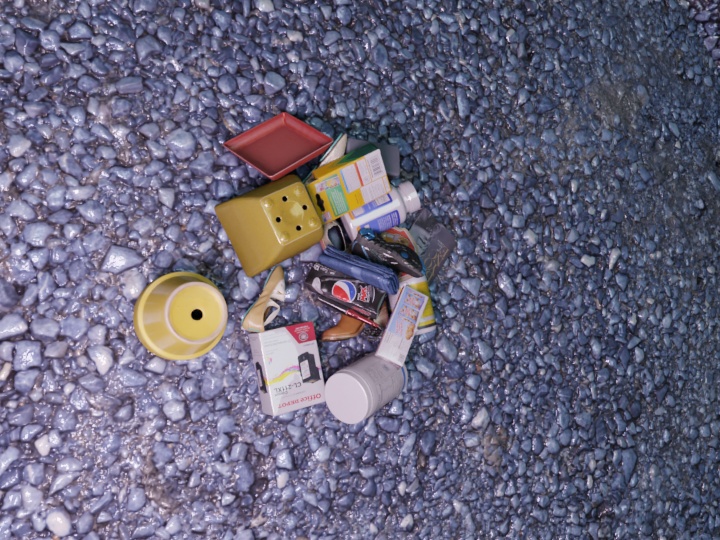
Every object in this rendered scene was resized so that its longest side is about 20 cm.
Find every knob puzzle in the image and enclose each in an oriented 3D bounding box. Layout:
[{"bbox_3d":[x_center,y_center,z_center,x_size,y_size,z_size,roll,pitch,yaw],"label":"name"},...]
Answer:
[{"bbox_3d":[0.066,-0.044,1.579,0.219,0.030,0.220,-2,59,3],"label":"knob puzzle"}]

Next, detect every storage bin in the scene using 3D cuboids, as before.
[{"bbox_3d":[0.004,-0.273,1.583,0.199,0.134,0.146,3,82,-27],"label":"storage bin"}]

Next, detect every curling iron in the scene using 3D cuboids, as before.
[{"bbox_3d":[-0.030,0.115,1.506,0.200,0.026,0.050,33,64,2],"label":"curling iron"}]

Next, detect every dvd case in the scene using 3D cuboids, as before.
[{"bbox_3d":[0.184,-0.059,1.719,0.149,0.016,0.200,42,67,-18],"label":"dvd case"}]

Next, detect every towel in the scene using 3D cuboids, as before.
[{"bbox_3d":[0.000,0.000,1.496,0.199,0.112,0.049,19,73,19],"label":"towel"}]

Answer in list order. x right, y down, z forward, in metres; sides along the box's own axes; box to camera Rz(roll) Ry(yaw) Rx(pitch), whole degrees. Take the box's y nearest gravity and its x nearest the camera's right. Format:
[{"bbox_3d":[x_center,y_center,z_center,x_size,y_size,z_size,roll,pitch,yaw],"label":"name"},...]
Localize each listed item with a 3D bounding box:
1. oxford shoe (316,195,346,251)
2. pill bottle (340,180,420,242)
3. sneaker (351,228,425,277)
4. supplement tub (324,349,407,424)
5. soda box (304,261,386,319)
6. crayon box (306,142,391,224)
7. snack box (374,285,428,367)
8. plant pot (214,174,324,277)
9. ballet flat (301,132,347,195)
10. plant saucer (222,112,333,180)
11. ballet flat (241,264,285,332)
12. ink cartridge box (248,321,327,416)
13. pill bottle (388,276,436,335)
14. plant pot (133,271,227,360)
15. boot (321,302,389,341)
[{"bbox_3d":[-0.088,-0.131,1.549,0.071,0.074,0.200,-32,98,-25],"label":"oxford shoe"},{"bbox_3d":[0.051,-0.158,1.574,0.199,0.112,0.112,-24,96,-8],"label":"pill bottle"},{"bbox_3d":[0.071,-0.031,1.525,0.200,0.082,0.073,29,33,0],"label":"sneaker"},{"bbox_3d":[0.018,0.282,1.487,0.200,0.132,0.132,-19,93,-54],"label":"supplement tub"},{"bbox_3d":[-0.037,0.051,1.509,0.199,0.071,0.063,23,73,7],"label":"soda box"},{"bbox_3d":[-0.034,-0.213,1.480,0.200,0.052,0.126,-27,129,-9],"label":"crayon box"},{"bbox_3d":[0.106,0.139,1.515,0.072,0.024,0.200,26,66,-5],"label":"snack box"},{"bbox_3d":[-0.197,-0.119,1.419,0.194,0.200,0.196,-29,97,-28],"label":"plant pot"},{"bbox_3d":[-0.085,-0.252,1.500,0.062,0.067,0.200,39,102,-12],"label":"ballet flat"},{"bbox_3d":[-0.200,-0.301,1.473,0.200,0.199,0.037,-36,143,-27],"label":"plant saucer"},{"bbox_3d":[-0.214,0.072,1.438,0.063,0.069,0.200,19,52,9],"label":"ballet flat"},{"bbox_3d":[-0.174,0.235,1.453,0.145,0.083,0.201,-11,89,-29],"label":"ink cartridge box"},{"bbox_3d":[0.132,0.072,1.621,0.112,0.112,0.201,-11,89,-29],"label":"pill bottle"},{"bbox_3d":[-0.376,0.097,1.303,0.200,0.189,0.202,3,83,-28],"label":"plant pot"},{"bbox_3d":[-0.028,0.097,1.564,0.199,0.074,0.155,-14,83,-27],"label":"boot"}]
